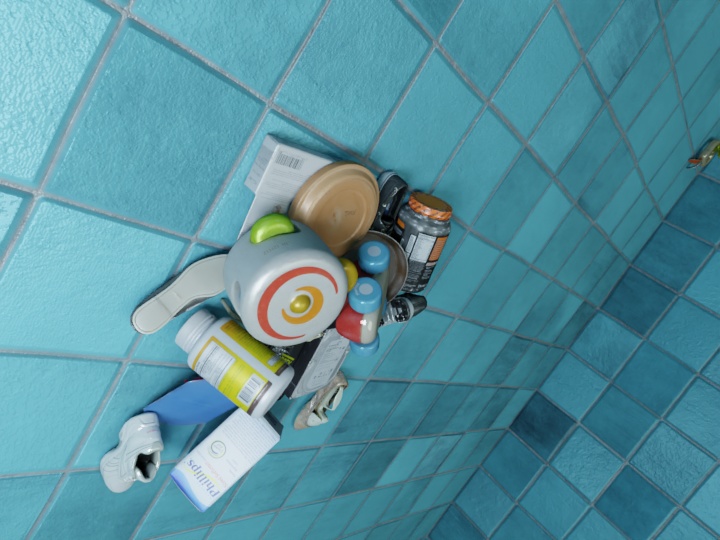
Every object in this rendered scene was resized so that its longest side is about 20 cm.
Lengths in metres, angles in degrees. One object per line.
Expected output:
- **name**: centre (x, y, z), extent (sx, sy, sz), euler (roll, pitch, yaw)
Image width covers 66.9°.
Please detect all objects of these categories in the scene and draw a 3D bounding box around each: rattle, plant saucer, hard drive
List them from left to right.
- **hard drive**: centre (-0.080, 0.188, 1.203), extent (0.139, 0.038, 0.201), euler (-4, 128, -54)
- **plant saucer**: centre (-0.042, -0.100, 0.988), extent (0.200, 0.032, 0.201), euler (-29, 139, -28)
- **plant saucer**: centre (0.000, 0.000, 1.141), extent (0.199, 0.032, 0.201), euler (-5, 121, -8)
- **rattle**: centre (1.505, -0.467, 2.317), extent (0.200, 0.143, 0.130), euler (-30, 159, -34)

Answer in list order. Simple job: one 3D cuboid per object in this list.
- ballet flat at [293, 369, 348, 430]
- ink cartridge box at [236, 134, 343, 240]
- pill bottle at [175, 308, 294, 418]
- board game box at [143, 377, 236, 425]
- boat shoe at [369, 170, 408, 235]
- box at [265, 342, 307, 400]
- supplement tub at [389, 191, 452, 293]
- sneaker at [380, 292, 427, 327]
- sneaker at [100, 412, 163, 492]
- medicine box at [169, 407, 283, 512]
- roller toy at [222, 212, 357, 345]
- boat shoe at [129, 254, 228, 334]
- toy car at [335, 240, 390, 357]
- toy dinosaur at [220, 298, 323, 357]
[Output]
- **ballet flat**: centre (-0.098, 0.343, 1.380), extent (0.068, 0.067, 0.200), euler (21, 106, -53)
- **ink cartridge box**: centre (-0.114, -0.125, 0.953), extent (0.200, 0.045, 0.177), euler (8, 116, -50)
- **pill bottle**: centre (-0.222, 0.158, 0.952), extent (0.109, 0.200, 0.109), euler (-52, 175, -7)
- **board game box**: centre (-0.313, 0.238, 1.047), extent (0.200, 0.039, 0.158), euler (-32, 144, 20)
- **boat shoe**: centre (0.043, -0.105, 1.130), extent (0.068, 0.057, 0.201), euler (-10, 129, -42)
- **box**: centre (-0.174, 0.190, 1.156), extent (0.160, 0.044, 0.200), euler (-47, 153, -4)
- **supplement tub**: centre (0.122, -0.062, 1.199), extent (0.122, 0.122, 0.201), euler (-7, 127, -44)
- **sneaker**: centre (0.080, 0.087, 1.248), extent (0.090, 0.200, 0.067), euler (-15, 91, -33)
- **sneaker**: centre (-0.422, 0.362, 1.011), extent (0.078, 0.099, 0.200), euler (0, 130, -45)
- **medicine box**: centre (-0.266, 0.366, 1.121), extent (0.200, 0.103, 0.182), euler (-42, 177, -11)
- **roller toy**: centre (-0.118, 0.024, 0.890), extent (0.200, 0.140, 0.183), euler (30, 102, -42)
- **boat shoe**: centre (-0.293, 0.033, 0.908), extent (0.200, 0.057, 0.067), euler (-37, 107, -24)
- **toy car**: centre (-0.051, 0.046, 1.054), extent (0.185, 0.199, 0.177), euler (91, 10, -51)
- **toy dinosaur**: centre (-0.163, 0.107, 0.984), extent (0.199, 0.088, 0.048), euler (22, 103, -14)
